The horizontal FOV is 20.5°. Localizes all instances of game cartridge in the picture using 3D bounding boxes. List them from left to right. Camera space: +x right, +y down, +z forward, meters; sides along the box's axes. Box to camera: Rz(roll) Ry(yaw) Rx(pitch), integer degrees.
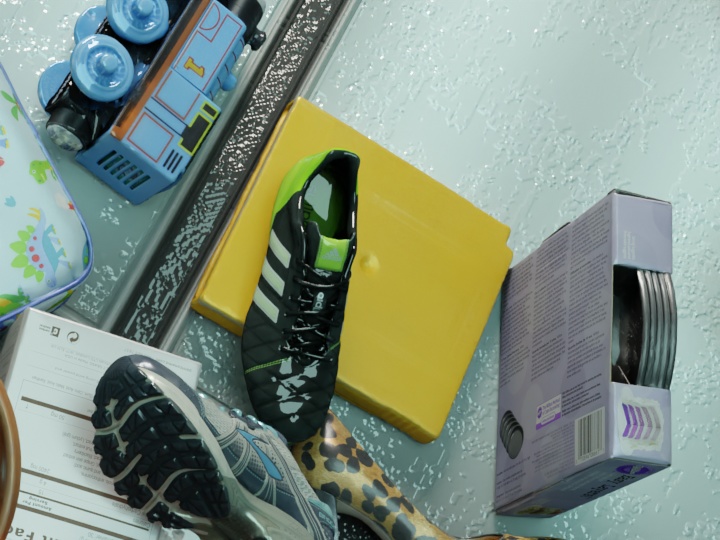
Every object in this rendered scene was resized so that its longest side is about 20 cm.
[{"bbox_3d":[0.000,0.000,1.412,0.199,0.032,0.177,32,65,-14],"label":"game cartridge"}]

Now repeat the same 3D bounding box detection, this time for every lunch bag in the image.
[{"bbox_3d":[-0.279,-0.046,1.276,0.160,0.082,0.201,-28,87,-27],"label":"lunch bag"}]

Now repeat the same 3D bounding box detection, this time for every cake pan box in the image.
[{"bbox_3d":[0.151,0.061,1.362,0.052,0.200,0.186,8,69,-18],"label":"cake pan box"}]

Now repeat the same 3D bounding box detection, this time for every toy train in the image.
[{"bbox_3d":[-0.138,-0.148,1.369,0.114,0.086,0.201,38,61,-18],"label":"toy train"}]

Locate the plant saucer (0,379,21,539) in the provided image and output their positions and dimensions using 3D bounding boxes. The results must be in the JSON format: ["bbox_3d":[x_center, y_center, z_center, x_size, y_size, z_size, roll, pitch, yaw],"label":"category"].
[{"bbox_3d":[-0.290,0.112,1.142,0.198,0.032,0.203,-1,86,9],"label":"plant saucer"}]

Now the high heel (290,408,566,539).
[{"bbox_3d":[0.051,0.153,1.360,0.198,0.071,0.144,-5,83,-15],"label":"high heel"}]

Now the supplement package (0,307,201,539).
[{"bbox_3d":[-0.190,0.146,1.235,0.119,0.121,0.202,19,69,-16],"label":"supplement package"}]

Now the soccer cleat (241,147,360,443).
[{"bbox_3d":[-0.036,0.013,1.329,0.067,0.081,0.202,12,70,-20],"label":"soccer cleat"}]

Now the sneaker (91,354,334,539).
[{"bbox_3d":[-0.086,0.119,1.198,0.201,0.077,0.087,53,33,-24],"label":"sneaker"}]
